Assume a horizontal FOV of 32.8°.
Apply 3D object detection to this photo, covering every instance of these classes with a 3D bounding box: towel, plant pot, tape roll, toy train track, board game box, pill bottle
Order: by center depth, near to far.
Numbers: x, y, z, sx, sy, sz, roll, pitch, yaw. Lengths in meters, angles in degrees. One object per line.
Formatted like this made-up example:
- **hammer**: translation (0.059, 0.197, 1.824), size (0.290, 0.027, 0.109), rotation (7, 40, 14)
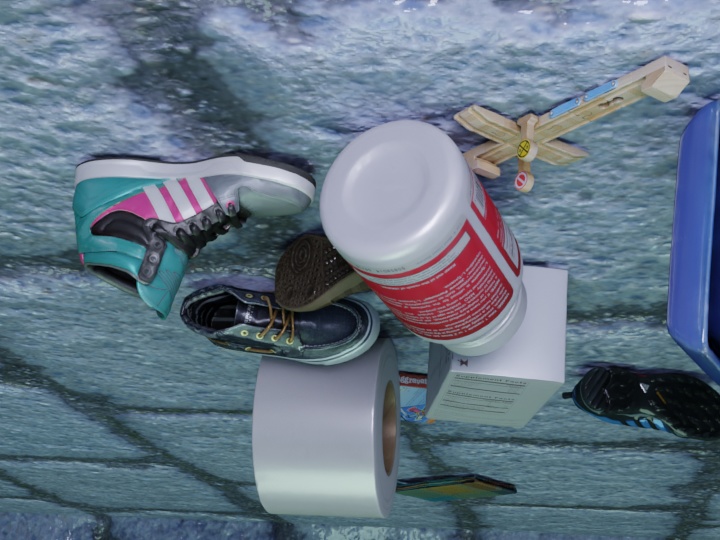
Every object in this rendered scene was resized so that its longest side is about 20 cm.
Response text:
- **plant pot**: translation (0.311, -0.006, 0.820), size (0.177, 0.203, 0.199), rotation (0, 163, 30)
- **toy train track**: translation (0.140, -0.093, 0.839), size (0.114, 0.033, 0.199), rotation (16, 156, -32)
- **pill bottle**: translation (0.057, -0.014, 0.921), size (0.111, 0.114, 0.200), rotation (-5, 151, 24)
- **tape roll**: translation (-0.033, 0.178, 1.399), size (0.137, 0.206, 0.203), rotation (1, 161, 11)
- **board game box**: translation (0.072, 0.173, 1.648), size (0.101, 0.020, 0.200), rotation (8, 161, -8)
- **towel**: translation (0.178, 0.415, 2.333), size (0.198, 0.022, 0.146), rotation (-15, 155, 38)

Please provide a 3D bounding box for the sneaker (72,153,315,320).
- **sneaker**: translation (-0.135, -0.023, 0.955), size (0.197, 0.123, 0.084), rotation (0, 161, 10)

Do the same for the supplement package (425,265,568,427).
- **supplement package**: translation (0.130, 0.077, 1.208), size (0.108, 0.116, 0.200), rotation (6, 162, -2)

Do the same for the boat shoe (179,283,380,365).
- **boat shoe**: translation (-0.084, 0.054, 1.245), size (0.197, 0.072, 0.091), rotation (-3, 165, 24)

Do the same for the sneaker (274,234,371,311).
- **sneaker**: translation (0.000, 0.000, 1.078), size (0.075, 0.072, 0.199), rotation (15, 159, -34)

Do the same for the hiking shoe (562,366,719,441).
- **hiking shoe**: translation (0.353, 0.159, 1.495), size (0.197, 0.075, 0.087), rotation (17, 167, -7)
